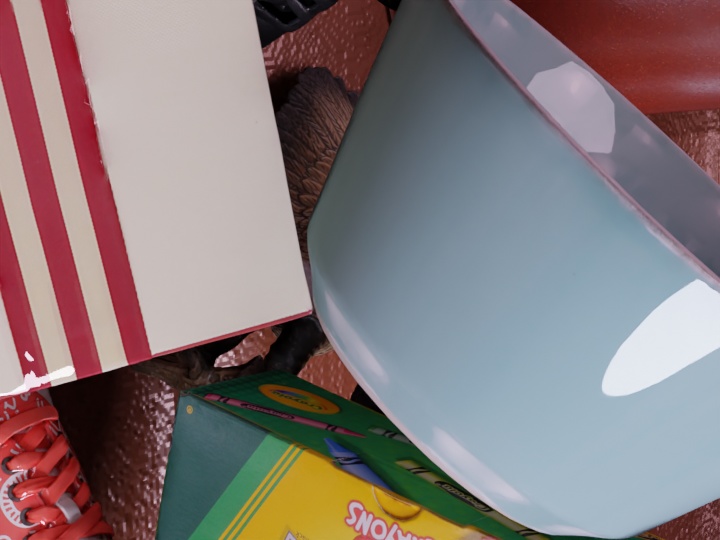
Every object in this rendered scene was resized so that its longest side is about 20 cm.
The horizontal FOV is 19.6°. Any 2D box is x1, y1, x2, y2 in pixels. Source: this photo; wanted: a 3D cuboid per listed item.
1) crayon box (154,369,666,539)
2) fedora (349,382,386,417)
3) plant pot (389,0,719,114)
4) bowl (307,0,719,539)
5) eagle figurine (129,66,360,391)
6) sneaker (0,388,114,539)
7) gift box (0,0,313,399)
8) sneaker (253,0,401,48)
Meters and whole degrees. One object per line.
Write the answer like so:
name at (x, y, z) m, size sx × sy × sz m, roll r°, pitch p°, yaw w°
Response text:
crayon box at (0.019, 0.124, 0.707) m, size 0.058 × 0.199 × 0.119 m, roll -11°, pitch 116°, yaw -52°
fedora at (0.044, 0.067, 0.796) m, size 0.091 × 0.201 × 0.201 m, roll 29°, pitch 66°, yaw -9°
plant pot at (0.148, -0.160, 1.029) m, size 0.200 × 0.194 × 0.202 m, roll -9°, pitch 101°, yaw -51°
bowl at (0.060, 0.006, 0.655) m, size 0.105 × 0.201 × 0.200 m, roll -47°, pitch 142°, yaw 15°
eagle figurine at (-0.004, 0.001, 0.921) m, size 0.200 × 0.151 × 0.152 m, roll -42°, pitch 116°, yaw -27°
sneaker at (-0.113, 0.101, 0.802) m, size 0.067 × 0.108 × 0.203 m, roll -21°, pitch 111°, yaw -48°
gift box at (-0.134, -0.069, 0.670) m, size 0.199 × 0.185 × 0.188 m, roll -16°, pitch 112°, yaw -16°
sneaker at (-0.014, -0.116, 0.736) m, size 0.073 × 0.200 × 0.112 m, roll 22°, pitch 40°, yaw -31°
